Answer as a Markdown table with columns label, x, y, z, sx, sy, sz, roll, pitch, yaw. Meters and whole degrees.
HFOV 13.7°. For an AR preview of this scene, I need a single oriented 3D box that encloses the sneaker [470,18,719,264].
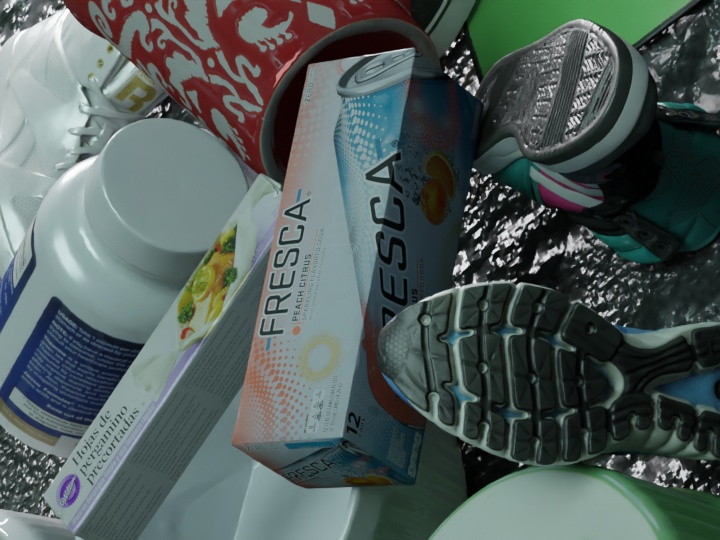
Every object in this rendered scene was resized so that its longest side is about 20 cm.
| label | x | y | z | sx | sy | sz | roll | pitch | yaw |
| --- | --- | --- | --- | --- | --- | --- | --- | --- | --- |
| sneaker | 0.128 | -0.055 | 1.410 | 0.084 | 0.120 | 0.200 | -69 | 14 | -5 |

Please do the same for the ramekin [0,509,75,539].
| label | x | y | z | sx | sy | sz | roll | pitch | yaw |
| --- | --- | --- | --- | --- | --- | --- | --- | --- | --- |
| ramekin | -0.198 | 0.222 | 1.614 | 0.202 | 0.094 | 0.203 | -21 | 57 | 37 |

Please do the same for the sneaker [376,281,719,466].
| label | x | y | z | sx | sy | sz | roll | pitch | yaw |
| --- | --- | --- | --- | --- | --- | --- | --- | --- | --- |
| sneaker | 0.090 | 0.055 | 1.351 | 0.090 | 0.199 | 0.079 | -9 | 72 | 59 |

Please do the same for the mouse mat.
| label | x | y | z | sx | sy | sz | roll | pitch | yaw |
| --- | --- | --- | --- | --- | --- | --- | --- | --- | --- |
| mouse mat | 0.128 | -0.176 | 1.554 | 0.200 | 0.008 | 0.161 | -36 | 49 | 26 |

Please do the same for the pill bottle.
| label | x | y | z | sx | sy | sz | roll | pitch | yaw |
| --- | --- | --- | --- | --- | --- | --- | --- | --- | --- |
| pill bottle | -0.129 | 0.007 | 1.587 | 0.200 | 0.111 | 0.111 | 126 | 145 | -51 |

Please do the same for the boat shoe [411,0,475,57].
| label | x | y | z | sx | sy | sz | roll | pitch | yaw |
| --- | --- | --- | --- | --- | --- | --- | --- | --- | --- |
| boat shoe | 0.049 | -0.209 | 1.597 | 0.071 | 0.064 | 0.201 | 18 | 84 | 48 |

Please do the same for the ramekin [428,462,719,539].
| label | x | y | z | sx | sy | sz | roll | pitch | yaw |
| --- | --- | --- | --- | --- | --- | --- | --- | --- | --- |
| ramekin | 0.101 | 0.182 | 1.337 | 0.200 | 0.098 | 0.201 | -21 | 57 | 36 |

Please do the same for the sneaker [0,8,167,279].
| label | x | y | z | sx | sy | sz | roll | pitch | yaw |
| --- | --- | --- | --- | --- | --- | --- | --- | --- | --- |
| sneaker | -0.160 | -0.080 | 1.740 | 0.115 | 0.074 | 0.201 | -29 | 51 | 35 |

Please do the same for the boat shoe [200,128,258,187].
| label | x | y | z | sx | sy | sz | roll | pitch | yaw |
| --- | --- | --- | --- | --- | --- | --- | --- | --- | --- |
| boat shoe | -0.039 | -0.022 | 1.599 | 0.075 | 0.065 | 0.202 | -57 | 43 | 7 |

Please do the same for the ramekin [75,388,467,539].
| label | x | y | z | sx | sy | sz | roll | pitch | yaw |
| --- | --- | --- | --- | --- | --- | --- | --- | --- | --- |
| ramekin | -0.038 | 0.122 | 1.499 | 0.200 | 0.105 | 0.201 | -22 | 56 | 37 |

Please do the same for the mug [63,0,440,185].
| label | x | y | z | sx | sy | sz | roll | pitch | yaw |
| --- | --- | --- | --- | --- | --- | --- | --- | --- | --- |
| mug | -0.048 | -0.148 | 1.530 | 0.200 | 0.133 | 0.178 | 46 | 121 | 43 |

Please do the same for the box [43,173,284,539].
| label | x | y | z | sx | sy | sz | roll | pitch | yaw |
| --- | --- | --- | --- | --- | --- | --- | --- | --- | --- |
| box | -0.082 | 0.046 | 1.472 | 0.200 | 0.041 | 0.039 | -56 | 42 | 9 |

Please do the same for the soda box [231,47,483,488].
| label | x | y | z | sx | sy | sz | roll | pitch | yaw |
| --- | --- | --- | --- | --- | --- | --- | --- | --- | --- |
| soda box | 0.000 | 0.000 | 1.405 | 0.068 | 0.064 | 0.201 | -6 | 64 | 36 |
